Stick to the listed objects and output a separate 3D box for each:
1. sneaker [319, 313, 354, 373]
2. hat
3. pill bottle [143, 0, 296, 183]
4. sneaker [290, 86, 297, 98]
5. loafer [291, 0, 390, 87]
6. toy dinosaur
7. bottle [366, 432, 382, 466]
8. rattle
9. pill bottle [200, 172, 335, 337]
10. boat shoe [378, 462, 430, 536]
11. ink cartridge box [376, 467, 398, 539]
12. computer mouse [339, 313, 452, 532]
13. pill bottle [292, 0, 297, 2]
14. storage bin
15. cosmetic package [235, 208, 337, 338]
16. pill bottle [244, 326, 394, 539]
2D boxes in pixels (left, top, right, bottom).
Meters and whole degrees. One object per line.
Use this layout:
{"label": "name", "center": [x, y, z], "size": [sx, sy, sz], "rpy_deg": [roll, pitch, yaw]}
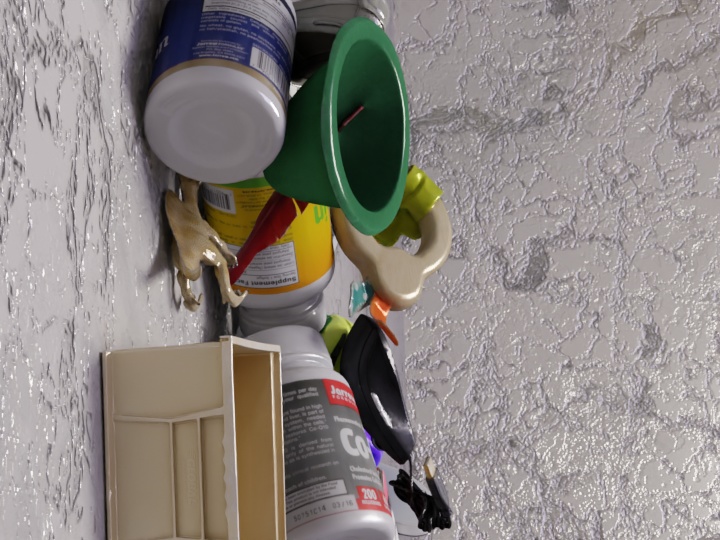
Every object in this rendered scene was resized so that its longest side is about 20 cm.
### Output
{"label": "sneaker", "center": [-0.056, 0.132, 1.662], "size": [0.201, 0.074, 0.084], "rpy_deg": [-63, -148, 11]}
{"label": "hat", "center": [-0.069, -0.101, 1.431], "size": [0.166, 0.175, 0.201], "rpy_deg": [28, 63, -62]}
{"label": "pill bottle", "center": [-0.108, -0.174, 1.394], "size": [0.201, 0.110, 0.111], "rpy_deg": [-86, 171, -45]}
{"label": "sneaker", "center": [-0.102, -0.108, 1.665], "size": [0.200, 0.069, 0.100], "rpy_deg": [86, 19, -57]}
{"label": "loafer", "center": [-0.065, -0.191, 1.499], "size": [0.070, 0.199, 0.070], "rpy_deg": [46, 43, -32]}
{"label": "toy dinosaur", "center": [-0.136, -0.014, 1.408], "size": [0.200, 0.058, 0.101], "rpy_deg": [-97, 165, -58]}
{"label": "bottle", "center": [-0.046, 0.141, 1.761], "size": [0.065, 0.084, 0.200], "rpy_deg": [35, 12, -37]}
{"label": "rattle", "center": [0.000, 0.000, 1.620], "size": [0.130, 0.143, 0.201], "rpy_deg": [31, 52, -38]}
{"label": "pill bottle", "center": [-0.081, -0.035, 1.571], "size": [0.111, 0.110, 0.201], "rpy_deg": [-83, 168, -57]}
{"label": "boat shoe", "center": [-0.013, 0.233, 1.755], "size": [0.072, 0.199, 0.066], "rpy_deg": [-49, 147, -48]}
{"label": "ink cartridge box", "center": [-0.039, 0.268, 1.654], "size": [0.200, 0.146, 0.083], "rpy_deg": [78, 12, -54]}
{"label": "computer mouse", "center": [0.026, 0.146, 1.571], "size": [0.140, 0.046, 0.201], "rpy_deg": [-142, -146, -66]}
{"label": "pill bottle", "center": [-0.061, -0.232, 1.835], "size": [0.200, 0.113, 0.114], "rpy_deg": [68, 20, -70]}
{"label": "storage bin", "center": [-0.115, 0.153, 1.264], "size": [0.200, 0.093, 0.200], "rpy_deg": [34, 53, -83]}
{"label": "cosmetic package", "center": [-0.058, -0.021, 1.731], "size": [0.151, 0.051, 0.201], "rpy_deg": [-37, 148, -85]}
{"label": "pill bottle", "center": [-0.051, 0.156, 1.516], "size": [0.114, 0.113, 0.201], "rpy_deg": [75, -3, -62]}
